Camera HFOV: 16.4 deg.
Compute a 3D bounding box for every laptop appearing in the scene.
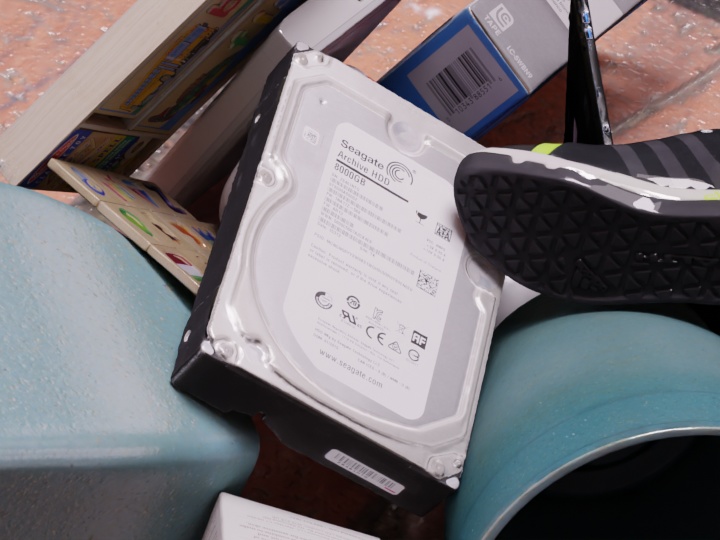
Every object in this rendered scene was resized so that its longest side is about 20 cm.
[{"bbox_3d":[0.169,-0.027,1.298,0.102,0.178,0.201,-6,60,-1],"label":"laptop"}]

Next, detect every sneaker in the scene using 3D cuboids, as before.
[{"bbox_3d":[0.144,-0.029,1.176,0.198,0.072,0.083,11,37,12],"label":"sneaker"}]

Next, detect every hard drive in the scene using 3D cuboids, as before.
[{"bbox_3d":[0.000,0.000,1.167,0.139,0.038,0.201,30,47,-16],"label":"hard drive"},{"bbox_3d":[-0.043,-0.102,1.343,0.027,0.200,0.132,48,51,0],"label":"hard drive"}]

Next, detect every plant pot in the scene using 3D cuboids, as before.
[{"bbox_3d":[-0.165,0.080,1.145,0.199,0.197,0.196,1,42,-32],"label":"plant pot"},{"bbox_3d":[0.125,0.106,1.173,0.198,0.201,0.188,1,30,-9],"label":"plant pot"}]

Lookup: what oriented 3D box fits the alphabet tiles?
[{"bbox_3d":[-0.059,0.005,1.258,0.167,0.008,0.200,40,8,15],"label":"alphabet tiles"}]

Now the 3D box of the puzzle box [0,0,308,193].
[{"bbox_3d":[-0.085,-0.113,1.232,0.025,0.200,0.133,49,12,10],"label":"puzzle box"}]

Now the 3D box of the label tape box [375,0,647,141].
[{"bbox_3d":[0.097,-0.139,1.433,0.063,0.144,0.200,51,51,-2],"label":"label tape box"}]

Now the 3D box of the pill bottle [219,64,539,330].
[{"bbox_3d":[0.031,-0.009,1.300,0.200,0.113,0.112,38,49,7],"label":"pill bottle"}]

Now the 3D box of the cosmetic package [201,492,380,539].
[{"bbox_3d":[-0.037,0.190,1.049,0.084,0.108,0.200,17,19,-11],"label":"cosmetic package"}]
